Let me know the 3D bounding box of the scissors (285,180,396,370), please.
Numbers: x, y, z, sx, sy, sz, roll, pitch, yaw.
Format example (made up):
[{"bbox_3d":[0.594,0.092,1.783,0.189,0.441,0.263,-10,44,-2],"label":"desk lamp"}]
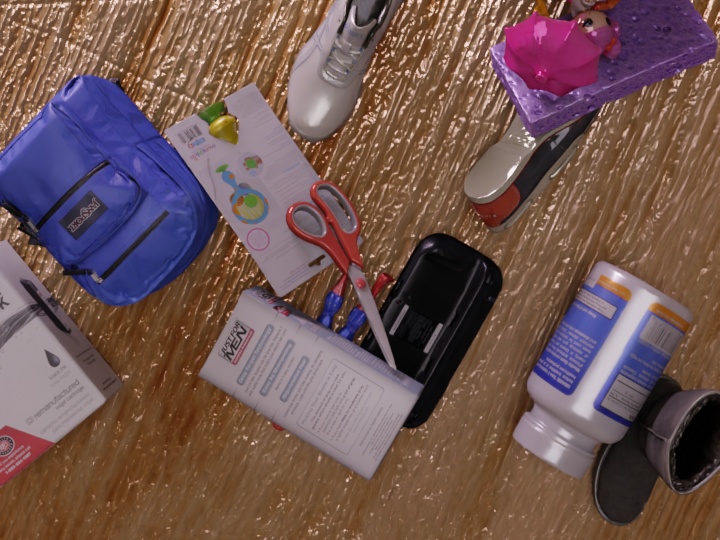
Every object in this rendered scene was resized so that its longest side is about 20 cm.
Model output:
[{"bbox_3d":[0.000,0.000,1.065,0.073,0.014,0.201,-31,80,-31],"label":"scissors"}]

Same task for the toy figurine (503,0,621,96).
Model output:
[{"bbox_3d":[0.193,-0.258,1.027,0.199,0.150,0.186,-7,79,-24],"label":"toy figurine"}]

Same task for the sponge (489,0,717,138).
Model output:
[{"bbox_3d":[0.239,-0.216,1.069,0.199,0.030,0.112,-23,54,1],"label":"sponge"}]

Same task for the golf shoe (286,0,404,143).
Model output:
[{"bbox_3d":[-0.019,-0.223,1.065,0.078,0.097,0.201,24,96,-4],"label":"golf shoe"}]

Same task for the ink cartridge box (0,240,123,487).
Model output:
[{"bbox_3d":[-0.364,0.091,1.093,0.144,0.084,0.200,-39,93,3],"label":"ink cartridge box"}]

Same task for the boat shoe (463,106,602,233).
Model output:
[{"bbox_3d":[0.186,-0.125,1.091,0.200,0.071,0.063,-47,131,-10],"label":"boat shoe"}]

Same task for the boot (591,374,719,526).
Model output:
[{"bbox_3d":[0.293,0.187,1.047,0.072,0.200,0.183,15,95,-4],"label":"boot"}]

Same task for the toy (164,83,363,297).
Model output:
[{"bbox_3d":[-0.101,-0.079,1.091,0.115,0.047,0.201,-34,90,-29],"label":"toy"}]

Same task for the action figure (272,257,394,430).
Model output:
[{"bbox_3d":[-0.037,0.081,1.113,0.065,0.052,0.201,32,97,2],"label":"action figure"}]

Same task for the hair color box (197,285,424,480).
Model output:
[{"bbox_3d":[-0.048,0.109,1.065,0.199,0.061,0.099,31,99,5],"label":"hair color box"}]

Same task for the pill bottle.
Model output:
[{"bbox_3d":[0.237,0.102,1.085,0.112,0.112,0.201,30,94,-3],"label":"pill bottle"}]

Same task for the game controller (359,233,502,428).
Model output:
[{"bbox_3d":[0.065,0.063,1.112,0.104,0.042,0.201,29,93,-10],"label":"game controller"}]

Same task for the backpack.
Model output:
[{"bbox_3d":[-0.250,-0.063,1.043,0.162,0.168,0.200,-42,96,14],"label":"backpack"}]
